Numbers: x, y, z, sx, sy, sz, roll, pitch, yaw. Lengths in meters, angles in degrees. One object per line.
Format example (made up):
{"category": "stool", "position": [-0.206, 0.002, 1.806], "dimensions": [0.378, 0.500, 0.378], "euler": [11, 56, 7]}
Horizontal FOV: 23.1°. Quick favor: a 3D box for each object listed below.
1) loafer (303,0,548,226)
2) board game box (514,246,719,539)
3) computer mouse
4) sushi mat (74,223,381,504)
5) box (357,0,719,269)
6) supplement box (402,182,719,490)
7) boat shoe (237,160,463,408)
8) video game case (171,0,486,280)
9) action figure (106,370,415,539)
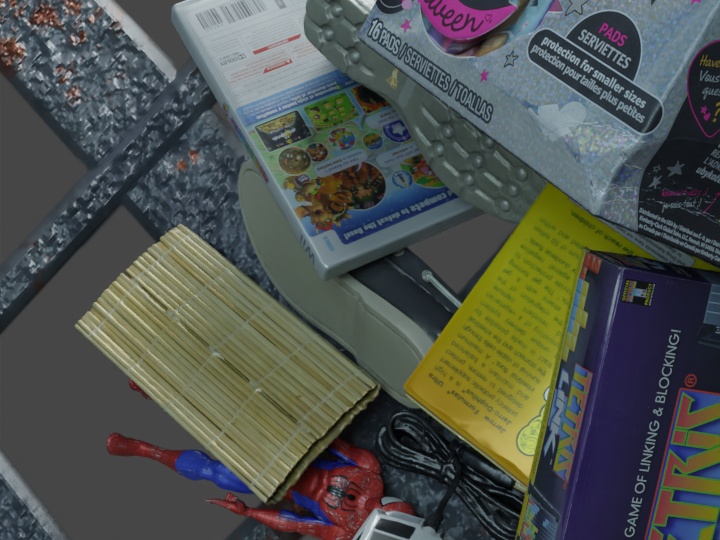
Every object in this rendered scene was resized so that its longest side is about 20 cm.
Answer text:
{"category": "loafer", "position": [0.052, -0.105, 1.007], "dimensions": [0.200, 0.070, 0.070], "euler": [48, 134, 18]}
{"category": "board game box", "position": [0.170, 0.101, 0.869], "dimensions": [0.164, 0.057, 0.202], "euler": [8, 99, -18]}
{"category": "computer mouse", "position": [0.020, 0.164, 0.938], "dimensions": [0.109, 0.044, 0.200], "euler": [30, 45, 9]}
{"category": "sushi mat", "position": [-0.083, 0.050, 1.048], "dimensions": [0.096, 0.012, 0.200], "euler": [-45, 52, -11]}
{"category": "box", "position": [0.116, -0.102, 0.833], "dimensions": [0.200, 0.132, 0.115], "euler": [42, 107, 46]}
{"category": "supplement box", "position": [0.135, 0.024, 0.950], "dimensions": [0.109, 0.109, 0.201], "euler": [36, 92, 25]}
{"category": "boat shoe", "position": [0.000, 0.000, 1.049], "dimensions": [0.062, 0.073, 0.200], "euler": [-23, 54, -32]}
{"category": "video game case", "position": [-0.007, -0.102, 1.049], "dimensions": [0.142, 0.018, 0.201], "euler": [-22, 66, -20]}
{"category": "action figure", "position": [-0.057, 0.115, 1.039], "dimensions": [0.199, 0.052, 0.066], "euler": [17, 78, 22]}
